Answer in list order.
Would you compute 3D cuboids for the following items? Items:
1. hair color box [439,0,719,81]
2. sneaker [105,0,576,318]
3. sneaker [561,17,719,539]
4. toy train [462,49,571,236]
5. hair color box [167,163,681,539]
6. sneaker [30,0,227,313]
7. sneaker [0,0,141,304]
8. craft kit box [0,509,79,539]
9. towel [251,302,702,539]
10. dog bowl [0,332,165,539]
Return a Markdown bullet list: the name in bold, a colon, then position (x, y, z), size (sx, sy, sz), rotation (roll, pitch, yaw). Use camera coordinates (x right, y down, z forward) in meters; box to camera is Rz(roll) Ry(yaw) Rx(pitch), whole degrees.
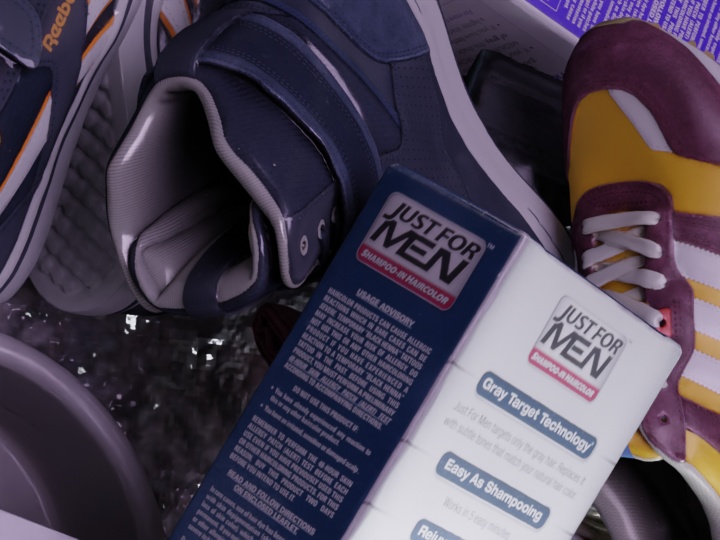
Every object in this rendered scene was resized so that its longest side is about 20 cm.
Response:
- **hair color box**: position (0.079, -0.085, 0.927), size (0.199, 0.109, 0.065), rotation (33, 67, -24)
- **sneaker**: position (-0.002, 0.000, 0.787), size (0.203, 0.077, 0.146), rotation (60, 38, -20)
- **sneaker**: position (0.097, 0.020, 0.795), size (0.090, 0.075, 0.201), rotation (-21, 93, -41)
- **toy train**: position (0.097, -0.004, 0.902), size (0.199, 0.114, 0.086), rotation (25, 64, -2)
- **hair color box**: position (0.003, 0.081, 0.733), size (0.100, 0.060, 0.201), rotation (32, 89, -50)
- **sneaker**: position (-0.077, -0.085, 0.844), size (0.079, 0.078, 0.202), rotation (4, 83, -52)
- **sneaker**: position (-0.117, -0.085, 0.764), size (0.079, 0.078, 0.201), rotation (9, 96, -66)
- **craft kit box**: position (-0.152, 0.161, 0.733), size (0.199, 0.048, 0.199), rotation (24, 70, -27)
- **towel**: position (0.069, 0.067, 0.894), size (0.199, 0.144, 0.023), rotation (15, 106, -29)
- **dog bowl**: position (-0.150, 0.105, 0.798), size (0.199, 0.059, 0.202), rotation (4, 83, -30)
